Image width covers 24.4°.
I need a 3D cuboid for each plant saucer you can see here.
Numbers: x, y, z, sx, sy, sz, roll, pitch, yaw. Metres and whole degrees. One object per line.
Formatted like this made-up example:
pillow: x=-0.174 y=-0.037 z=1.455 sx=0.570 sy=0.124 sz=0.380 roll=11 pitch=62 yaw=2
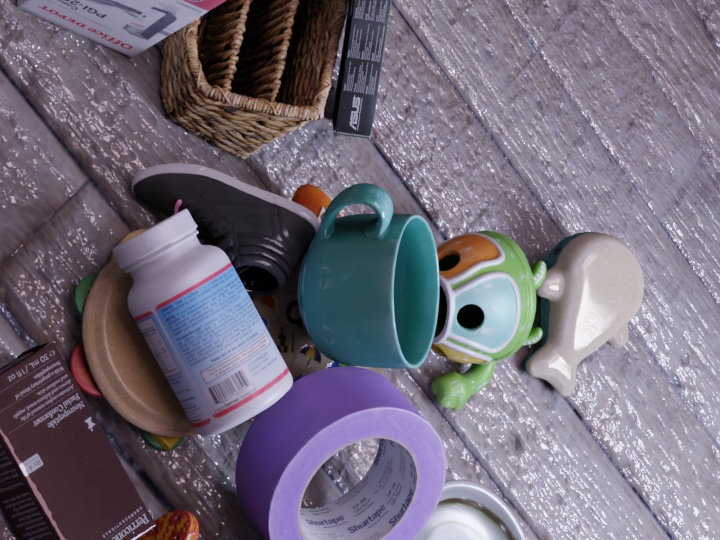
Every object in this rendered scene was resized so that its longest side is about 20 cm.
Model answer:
plant saucer: x=0.105 y=0.333 z=1.824 sx=0.199 sy=0.050 sz=0.202 roll=16 pitch=65 yaw=-36

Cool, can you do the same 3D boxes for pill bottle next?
pill bottle: x=-0.155 y=0.048 z=1.599 sx=0.108 sy=0.108 sz=0.201 roll=-32 pitch=97 yaw=-42

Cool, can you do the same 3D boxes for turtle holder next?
turtle holder: x=0.116 y=0.047 z=1.893 sx=0.131 sy=0.186 sz=0.141 roll=-11 pitch=50 yaw=-42

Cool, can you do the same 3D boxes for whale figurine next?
whale figurine: x=0.260 y=0.049 z=2.043 sx=0.158 sy=0.103 sz=0.201 roll=31 pitch=81 yaw=-28

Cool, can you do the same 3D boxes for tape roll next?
tape roll: x=-0.020 y=0.203 z=1.666 sx=0.198 sy=0.085 sz=0.202 roll=-14 pitch=121 yaw=-24

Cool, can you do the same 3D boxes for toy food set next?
toy food set: x=-0.199 y=0.070 z=1.660 sx=0.200 sy=0.048 sz=0.198 roll=50 pitch=50 yaw=-16

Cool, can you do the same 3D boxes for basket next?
basket: x=-0.116 y=-0.247 z=1.776 sx=0.142 sy=0.148 sz=0.202 roll=30 pitch=58 yaw=-29

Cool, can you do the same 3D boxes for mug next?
mug: x=0.004 y=0.004 z=1.680 sx=0.152 sy=0.113 sz=0.187 roll=-13 pitch=102 yaw=-69

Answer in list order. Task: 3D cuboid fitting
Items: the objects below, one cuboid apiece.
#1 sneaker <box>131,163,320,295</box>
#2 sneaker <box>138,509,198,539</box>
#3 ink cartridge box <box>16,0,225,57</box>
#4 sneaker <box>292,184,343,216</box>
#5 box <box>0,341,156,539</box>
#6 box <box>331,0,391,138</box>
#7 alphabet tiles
sneaker: x=-0.147 y=-0.039 z=1.679 sx=0.198 sy=0.071 sz=0.100 roll=18 pitch=54 yaw=3
sneaker: x=-0.194 y=0.324 z=1.573 sx=0.077 sy=0.072 sz=0.202 roll=47 pitch=51 yaw=-46
ink cartridge box: x=-0.231 y=-0.301 z=1.662 sx=0.145 sy=0.199 sz=0.086 roll=22 pitch=67 yaw=-33
sneaker: x=-0.049 y=0.004 z=1.784 sx=0.077 sy=0.073 sz=0.202 roll=3 pitch=73 yaw=-42
box: x=-0.285 y=0.180 z=1.531 sx=0.100 sy=0.075 sz=0.201 roll=-35 pitch=100 yaw=-42
box: x=0.003 y=-0.251 z=1.815 sx=0.047 sy=0.193 sz=0.202 roll=9 pitch=99 yaw=-1
alphabet tiles: x=-0.036 y=0.044 z=1.743 sx=0.166 sy=0.006 sz=0.202 roll=30 pitch=69 yaw=-23
